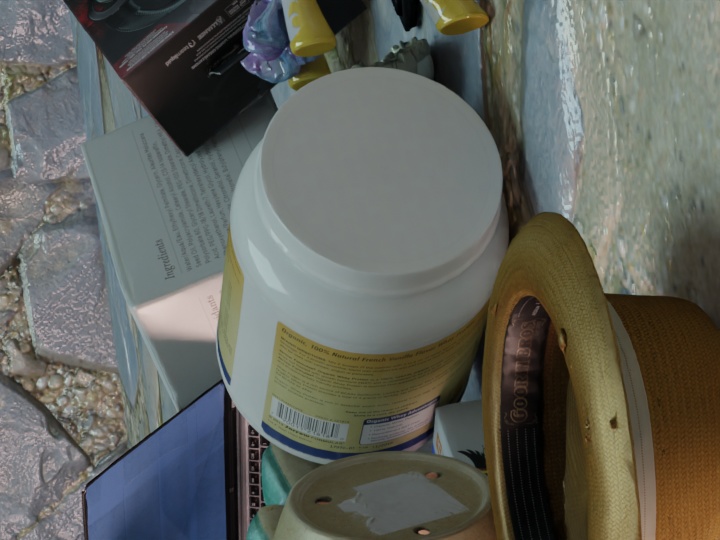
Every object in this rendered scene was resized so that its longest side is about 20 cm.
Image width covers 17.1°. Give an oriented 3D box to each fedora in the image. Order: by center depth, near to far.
[{"bbox_3d":[0.106,0.074,0.952,0.201,0.081,0.202,174,90,-78],"label":"fedora"}]

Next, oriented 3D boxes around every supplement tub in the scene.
[{"bbox_3d":[0.000,0.000,1.257,0.200,0.144,0.145,103,156,-59],"label":"supplement tub"}]

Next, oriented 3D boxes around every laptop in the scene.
[{"bbox_3d":[-0.053,0.163,1.426,0.116,0.199,0.188,-83,-4,-50],"label":"laptop"}]

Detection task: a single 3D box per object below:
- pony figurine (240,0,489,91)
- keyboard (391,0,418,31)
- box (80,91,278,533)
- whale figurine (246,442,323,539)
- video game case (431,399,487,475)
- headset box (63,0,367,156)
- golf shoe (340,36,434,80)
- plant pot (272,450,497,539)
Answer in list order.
[{"bbox_3d":[-0.030,-0.203,1.260,0.192,0.166,0.201,-18,74,33],"label":"pony figurine"},{"bbox_3d":[-0.007,-0.233,1.392,0.200,0.039,0.104,-111,17,-44],"label":"keyboard"},{"bbox_3d":[-0.072,0.018,1.523,0.200,0.130,0.199,-114,3,-53],"label":"box"},{"bbox_3d":[-0.022,0.182,1.277,0.159,0.104,0.200,46,-168,-38],"label":"whale figurine"},{"bbox_3d":[0.074,0.200,1.283,0.201,0.045,0.182,95,164,-47],"label":"video game case"},{"bbox_3d":[-0.097,-0.172,1.522,0.077,0.149,0.200,50,-179,-33],"label":"headset box"},{"bbox_3d":[0.017,-0.068,1.359,0.098,0.078,0.200,63,171,7],"label":"golf shoe"},{"bbox_3d":[0.019,0.191,1.083,0.187,0.186,0.201,-126,31,-66],"label":"plant pot"}]
